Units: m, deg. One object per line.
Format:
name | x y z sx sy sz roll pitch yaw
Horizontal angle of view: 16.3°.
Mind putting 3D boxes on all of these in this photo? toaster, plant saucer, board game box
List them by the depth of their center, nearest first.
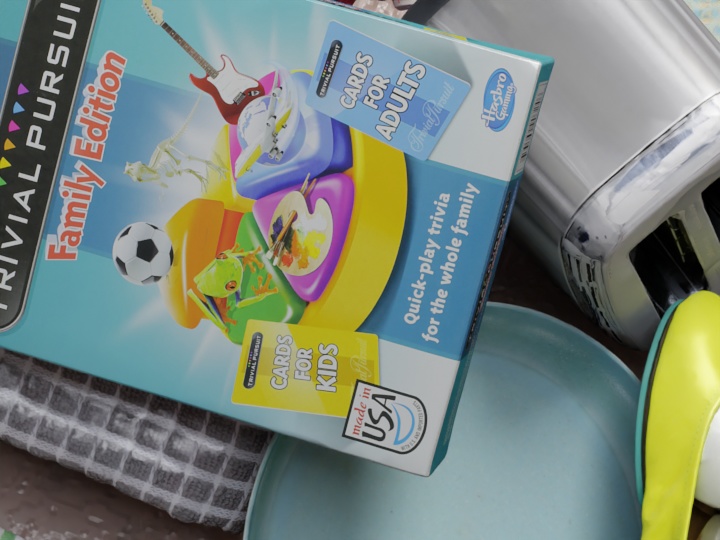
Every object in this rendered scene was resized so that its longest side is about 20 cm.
board game box | -0.048 -0.028 0.896 0.200 0.047 0.151 16 98 8
plant saucer | 0.042 0.113 0.965 0.200 0.027 0.201 3 84 -26
toaster | 0.096 -0.056 0.987 0.114 0.200 0.129 -40 66 -2

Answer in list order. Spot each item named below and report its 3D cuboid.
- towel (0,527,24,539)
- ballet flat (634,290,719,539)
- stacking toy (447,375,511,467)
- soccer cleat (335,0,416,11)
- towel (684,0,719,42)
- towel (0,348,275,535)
towel | -0.251 0.120 0.985 0.200 0.023 0.153 27 68 8
ballet flat | 0.136 0.107 0.957 0.067 0.067 0.201 3 76 43
stacking toy | 0.000 0.000 1.032 0.085 0.085 0.200 -27 77 -14
soccer cleat | -0.065 -0.136 1.063 0.199 0.067 0.077 -7 82 18
towel | 0.197 -0.138 1.131 0.146 0.022 0.200 -1 67 -4
towel | -0.103 -0.009 0.973 0.200 0.086 0.166 22 102 8
